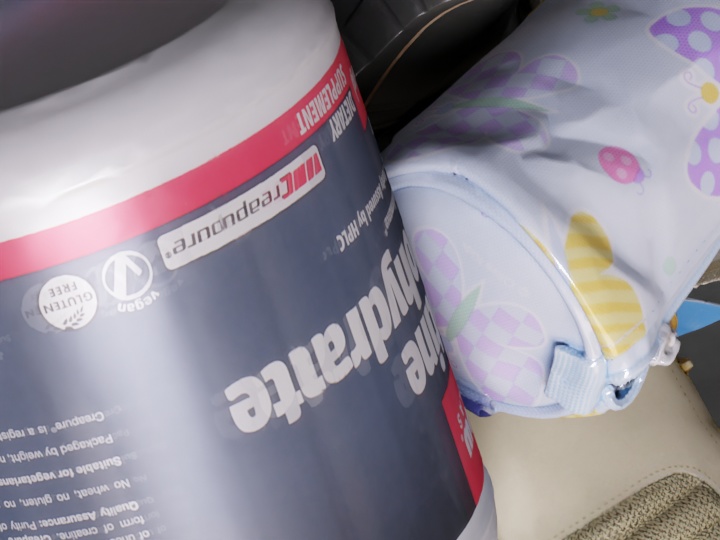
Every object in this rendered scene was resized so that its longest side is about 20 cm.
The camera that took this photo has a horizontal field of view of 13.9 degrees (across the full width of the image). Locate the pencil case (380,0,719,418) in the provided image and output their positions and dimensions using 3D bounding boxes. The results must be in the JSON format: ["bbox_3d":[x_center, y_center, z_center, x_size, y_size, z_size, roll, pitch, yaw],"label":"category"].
[{"bbox_3d":[0.085,-0.047,0.798,0.200,0.090,0.083,-45,146,-32],"label":"pencil case"}]

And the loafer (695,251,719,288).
[{"bbox_3d":[0.128,-0.026,1.022,0.199,0.076,0.070,-16,153,2],"label":"loafer"}]

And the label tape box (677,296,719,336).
[{"bbox_3d":[0.046,0.075,1.215,0.143,0.066,0.200,8,150,-42],"label":"label tape box"}]

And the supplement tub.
[{"bbox_3d":[-0.047,0.033,0.732,0.140,0.201,0.140,-17,-159,7],"label":"supplement tub"}]

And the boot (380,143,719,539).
[{"bbox_3d":[0.077,0.014,0.859,0.200,0.156,0.073,-34,171,-35],"label":"boot"}]

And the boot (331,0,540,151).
[{"bbox_3d":[0.034,-0.099,0.838,0.200,0.078,0.138,-40,167,28],"label":"boot"}]
